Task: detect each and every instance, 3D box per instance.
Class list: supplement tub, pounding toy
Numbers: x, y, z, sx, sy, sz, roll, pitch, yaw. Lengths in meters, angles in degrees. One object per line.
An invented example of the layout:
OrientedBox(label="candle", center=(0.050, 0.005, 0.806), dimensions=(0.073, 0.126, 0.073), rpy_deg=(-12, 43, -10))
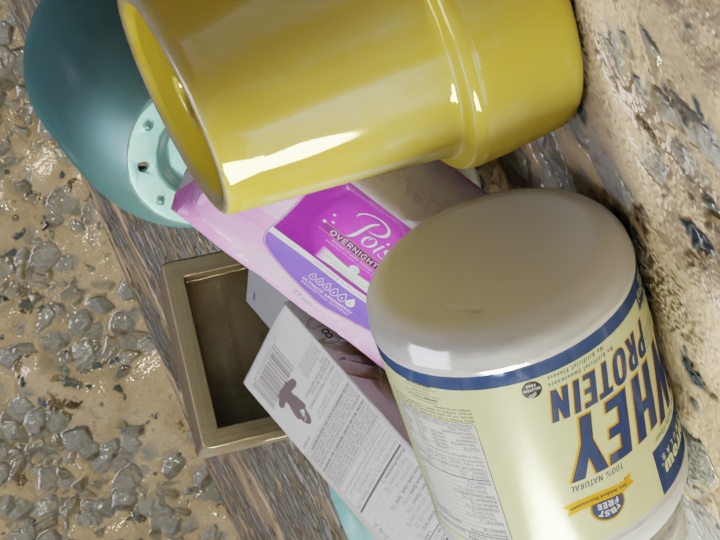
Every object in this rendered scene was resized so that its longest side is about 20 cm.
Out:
OrientedBox(label="supplement tub", center=(0.096, 0.073, 1.196), dimensions=(0.145, 0.144, 0.201), rpy_deg=(47, 160, 56))
OrientedBox(label="pounding toy", center=(-0.055, 0.073, 1.876), dimensions=(0.142, 0.199, 0.185), rpy_deg=(130, 127, -78))

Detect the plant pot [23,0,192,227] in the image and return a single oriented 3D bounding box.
OrientedBox(label="plant pot", center=(-0.129, -0.125, 1.607), dimensions=(0.161, 0.200, 0.201), rpy_deg=(-124, 12, -53))

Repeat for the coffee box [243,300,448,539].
OrientedBox(label="coffee box", center=(0.037, 0.101, 1.381), dimensions=(0.200, 0.114, 0.080), rpy_deg=(47, 131, 23))

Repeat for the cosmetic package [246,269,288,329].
OrientedBox(label="cosmetic package", center=(-0.029, -0.009, 1.694), dimensions=(0.200, 0.051, 0.152), rpy_deg=(-134, 48, -58))

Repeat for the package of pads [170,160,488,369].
OrientedBox(label="package of pads", center=(0.000, -0.028, 1.305), dimensions=(0.200, 0.076, 0.120), rpy_deg=(37, 135, -10))

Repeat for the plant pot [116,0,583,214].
OrientedBox(label="plant pot", center=(-0.015, -0.126, 1.139), dimensions=(0.201, 0.188, 0.201), rpy_deg=(59, 169, 19))

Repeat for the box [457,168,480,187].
OrientedBox(label="box", center=(0.006, -0.111, 1.363), dimensions=(0.095, 0.077, 0.201), rpy_deg=(48, 162, 51))

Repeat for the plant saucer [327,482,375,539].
OrientedBox(label="plant saucer", center=(0.029, 0.238, 1.778), dimensions=(0.201, 0.027, 0.200), rpy_deg=(60, 169, 20))
